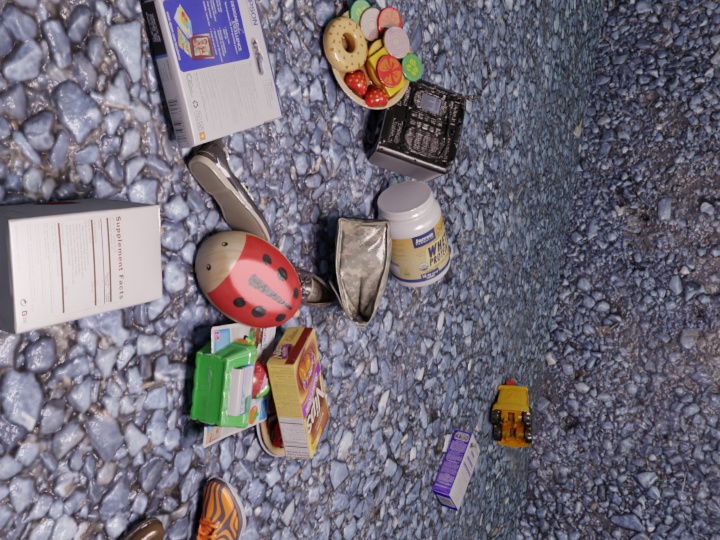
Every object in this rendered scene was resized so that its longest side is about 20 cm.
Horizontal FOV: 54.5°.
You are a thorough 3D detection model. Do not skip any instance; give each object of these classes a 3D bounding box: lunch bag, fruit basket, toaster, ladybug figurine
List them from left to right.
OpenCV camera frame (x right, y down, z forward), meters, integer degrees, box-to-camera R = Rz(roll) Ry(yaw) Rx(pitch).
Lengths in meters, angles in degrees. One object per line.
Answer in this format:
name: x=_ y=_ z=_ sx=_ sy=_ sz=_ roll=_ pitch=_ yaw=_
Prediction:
fruit basket: x=-0.190 y=0.178 z=1.150 sx=0.199 sy=0.092 sz=0.189 roll=1 pitch=96 yaw=-62
ladybug figurine: x=-0.167 y=0.020 z=1.106 sx=0.199 sy=0.072 sz=0.137 roll=34 pitch=81 yaw=-30
lunch bag: x=0.000 y=0.000 z=1.357 sx=0.164 sy=0.115 sz=0.204 roll=-64 pitch=158 yaw=-84
toaster: x=0.123 y=-0.298 z=1.473 sx=0.197 sy=0.119 sz=0.184 roll=16 pitch=81 yaw=-14

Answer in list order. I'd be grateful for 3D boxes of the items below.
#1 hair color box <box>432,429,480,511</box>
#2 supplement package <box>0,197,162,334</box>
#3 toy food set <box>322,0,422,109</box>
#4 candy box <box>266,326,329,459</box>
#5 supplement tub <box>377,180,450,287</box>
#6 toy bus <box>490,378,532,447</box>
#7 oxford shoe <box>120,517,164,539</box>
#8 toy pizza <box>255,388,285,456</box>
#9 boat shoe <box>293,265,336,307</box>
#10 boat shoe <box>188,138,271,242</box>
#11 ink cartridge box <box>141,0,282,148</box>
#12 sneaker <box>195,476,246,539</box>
hair color box: x=0.286 y=0.591 z=2.079 sx=0.202 sy=0.064 sz=0.110 roll=-60 pitch=142 yaw=-29
supplement package: x=-0.345 y=-0.015 z=0.811 sx=0.199 sy=0.120 sz=0.122 roll=-16 pitch=111 yaw=-57
toy food set: x=0.025 y=-0.414 z=1.344 sx=0.198 sy=0.048 sz=0.201 roll=-43 pitch=111 yaw=-26
candy box: x=-0.107 y=0.217 z=1.244 sx=0.117 sy=0.055 sz=0.203 roll=-63 pitch=151 yaw=-58
supplement tub: x=0.116 y=-0.081 z=1.551 sx=0.145 sy=0.142 sz=0.202 roll=-53 pitch=139 yaw=-38
toy bus: x=0.528 y=0.482 z=2.418 sx=0.193 sy=0.133 sz=0.202 roll=-71 pitch=154 yaw=-48
oxford shoe: x=-0.329 y=0.451 z=0.990 sx=0.202 sy=0.083 sz=0.073 roll=-63 pitch=143 yaw=-32
toy pizza: x=-0.128 y=0.254 z=1.329 sx=0.199 sy=0.031 sz=0.204 roll=-21 pitch=115 yaw=-56
boat shoe: x=-0.112 y=0.027 z=1.269 sx=0.199 sy=0.064 sz=0.073 roll=27 pitch=75 yaw=-58
boat shoe: x=-0.190 y=-0.120 z=1.097 sx=0.201 sy=0.072 sz=0.063 roll=56 pitch=47 yaw=-42
ink cartridge box: x=-0.211 y=-0.301 z=1.029 sx=0.199 sy=0.046 sz=0.201 roll=-35 pitch=118 yaw=-52
sneaker: x=-0.247 y=0.445 z=1.131 sx=0.112 sy=0.076 sz=0.204 roll=-23 pitch=117 yaw=-56
